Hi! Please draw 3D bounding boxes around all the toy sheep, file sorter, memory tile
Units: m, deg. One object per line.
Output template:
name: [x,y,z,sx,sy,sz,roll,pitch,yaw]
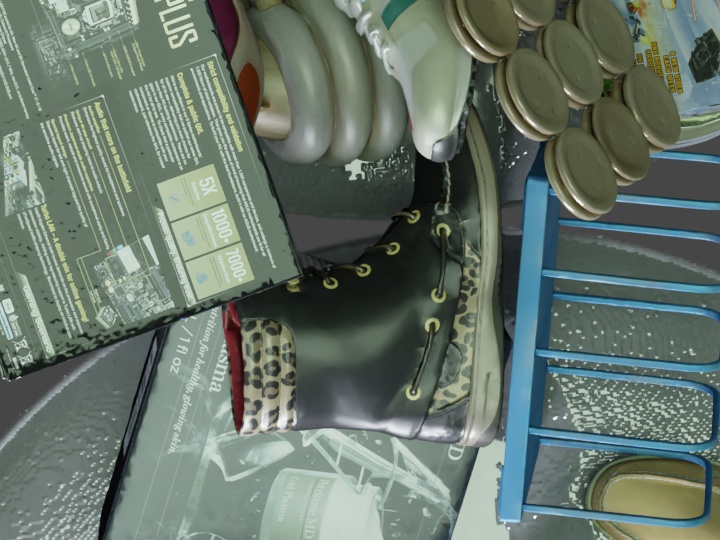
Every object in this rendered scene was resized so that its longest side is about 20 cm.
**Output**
toy sheep: [-0.003,-0.128,1.518,0.199,0.138,0.139,-18,98,-18]
file sorter: [0.152,0.035,1.516,0.122,0.139,0.201,6,105,8]
memory tile: [0.098,-0.132,1.421,0.017,0.153,0.201,-27,100,35]

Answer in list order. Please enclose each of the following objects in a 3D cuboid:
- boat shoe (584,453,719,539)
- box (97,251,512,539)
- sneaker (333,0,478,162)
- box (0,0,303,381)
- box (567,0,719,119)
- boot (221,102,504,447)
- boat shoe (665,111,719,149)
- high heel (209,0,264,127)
boat shoe: [0.235,0.162,1.590,0.199,0.076,0.072,14,98,-4]
box: [-0.036,0.097,1.547,0.195,0.124,0.201,16,96,-7]
sneaker: [0.011,-0.146,1.428,0.093,0.070,0.201,-2,63,-5]
box: [-0.138,-0.069,1.335,0.163,0.086,0.201,-20,100,-1]
box: [0.184,-0.191,1.524,0.136,0.040,0.201,-11,87,19]
boot: [0.000,0.000,1.446,0.150,0.073,0.201,-2,88,-11]
boat shoe: [0.242,-0.134,1.560,0.199,0.062,0.072,-28,98,1]
high heel: [-0.101,-0.133,1.444,0.095,0.068,0.201,4,64,12]
